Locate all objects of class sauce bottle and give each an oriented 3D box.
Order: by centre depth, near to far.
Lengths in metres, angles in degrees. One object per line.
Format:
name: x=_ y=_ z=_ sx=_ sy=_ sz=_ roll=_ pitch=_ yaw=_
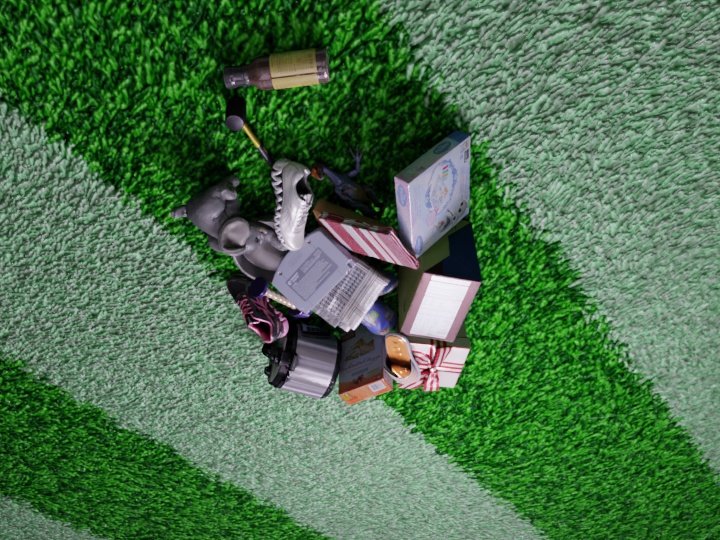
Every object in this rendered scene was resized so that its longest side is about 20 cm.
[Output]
sauce bottle: x=-0.155 y=-0.372 z=1.194 sx=0.195 sy=0.066 sz=0.066 roll=-4 pitch=134 yaw=3

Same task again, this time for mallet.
mallet: x=-0.213 y=-0.270 z=1.314 sx=0.040 sy=0.067 sz=0.200 roll=-17 pitch=146 yaw=17

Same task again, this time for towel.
towel: x=0.017 y=-0.064 z=1.336 sx=0.197 sy=0.023 sz=0.144 roll=17 pitch=161 yaw=38
towel: x=-0.056 y=0.039 z=1.509 sx=0.191 sy=0.035 sz=0.201 roll=33 pitch=123 yaw=-6

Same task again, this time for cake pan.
cake pan: x=-0.203 y=-0.052 z=1.510 sx=0.195 sy=0.037 sz=0.203 roll=0 pitch=133 yaw=0

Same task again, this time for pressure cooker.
pressure cooker: x=-0.163 y=0.232 z=1.680 sx=0.196 sy=0.181 sz=0.177 roll=17 pitch=134 yaw=-17

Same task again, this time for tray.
tray: x=-0.003 y=-0.085 z=1.399 sx=0.197 sy=0.037 sz=0.099 roll=24 pitch=161 yaw=18

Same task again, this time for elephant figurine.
elephant figurine: x=-0.270 y=-0.087 z=1.370 sx=0.153 sy=0.142 sz=0.203 roll=-23 pitch=105 yaw=18

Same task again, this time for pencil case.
pencil case: x=0.001 y=0.091 z=1.617 sx=0.198 sy=0.078 sz=0.088 roll=34 pitch=95 yaw=-28

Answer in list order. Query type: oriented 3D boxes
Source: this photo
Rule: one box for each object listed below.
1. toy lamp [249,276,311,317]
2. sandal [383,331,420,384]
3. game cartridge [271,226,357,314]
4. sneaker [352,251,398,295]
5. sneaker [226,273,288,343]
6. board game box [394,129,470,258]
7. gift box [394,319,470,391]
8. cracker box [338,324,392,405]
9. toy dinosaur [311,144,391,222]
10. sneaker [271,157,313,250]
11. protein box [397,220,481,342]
toy lamp: x=-0.190 y=0.071 z=1.584 sx=0.057 sy=0.059 sz=0.199 roll=-25 pitch=147 yaw=21
sandal: x=0.087 y=0.222 z=1.517 sx=0.078 sy=0.060 sz=0.208 roll=8 pitch=144 yaw=24
game cartridge: x=-0.112 y=-0.003 z=1.471 sx=0.133 sy=0.041 sz=0.200 roll=41 pitch=121 yaw=-9
sneaker: x=0.000 y=0.000 z=1.530 sx=0.196 sy=0.076 sz=0.078 roll=16 pitch=129 yaw=-8
sneaker: x=-0.262 y=0.096 z=1.574 sx=0.200 sy=0.095 sz=0.079 roll=48 pitch=117 yaw=-2
board game box: x=0.153 y=-0.154 z=1.332 sx=0.043 sy=0.198 sz=0.203 roll=28 pitch=144 yaw=33
gift box: x=0.163 y=0.194 z=1.644 sx=0.195 sy=0.189 sz=0.187 roll=2 pitch=134 yaw=-4
cracker box: x=0.012 y=0.234 z=1.669 sx=0.132 sy=0.202 sz=0.058 roll=-24 pitch=129 yaw=20
toy dinosaur: x=-0.030 y=-0.163 z=1.378 sx=0.178 sy=0.106 sz=0.201 roll=23 pitch=140 yaw=0
sneaker: x=-0.139 y=-0.134 z=1.365 sx=0.080 sy=0.075 sz=0.204 roll=12 pitch=120 yaw=27
protein box: x=0.173 y=0.016 z=1.468 sx=0.132 sy=0.201 sz=0.202 roll=9 pitch=133 yaw=-8
